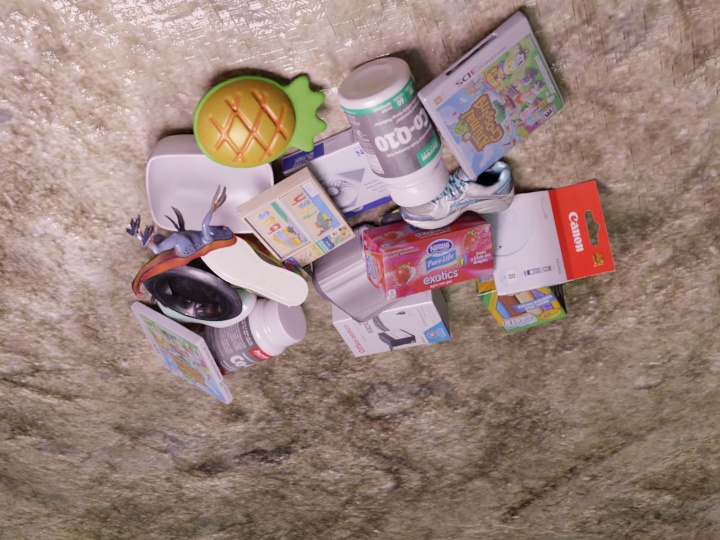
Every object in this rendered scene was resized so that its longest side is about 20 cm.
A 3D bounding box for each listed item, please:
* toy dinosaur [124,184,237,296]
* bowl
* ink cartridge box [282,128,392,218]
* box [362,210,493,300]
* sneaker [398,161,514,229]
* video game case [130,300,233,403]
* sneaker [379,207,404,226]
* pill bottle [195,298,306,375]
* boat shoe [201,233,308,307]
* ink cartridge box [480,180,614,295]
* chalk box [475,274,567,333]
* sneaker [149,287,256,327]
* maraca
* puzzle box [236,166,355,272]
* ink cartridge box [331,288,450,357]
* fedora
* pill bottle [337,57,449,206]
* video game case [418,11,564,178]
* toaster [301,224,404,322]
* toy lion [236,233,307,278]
[{"bbox_3d":[-0.273,-0.039,1.632,0.181,0.202,0.105,20,168,-42],"label":"toy dinosaur"},{"bbox_3d":[-0.238,-0.145,1.668,0.198,0.075,0.200,0,146,-6],"label":"bowl"},{"bbox_3d":[0.006,-0.151,1.707,0.199,0.041,0.200,-21,142,24],"label":"ink cartridge box"},{"bbox_3d":[0.113,-0.031,1.753,0.199,0.100,0.096,-14,115,-15],"label":"box"},{"bbox_3d":[0.156,-0.134,1.711,0.199,0.078,0.087,-16,143,-10],"label":"sneaker"},{"bbox_3d":[-0.343,0.158,2.017,0.199,0.022,0.183,24,147,35],"label":"video game case"},{"bbox_3d":[0.102,-0.043,1.837,0.074,0.081,0.200,-23,141,27],"label":"sneaker"},{"bbox_3d":[-0.211,0.123,2.027,0.199,0.115,0.114,-22,142,26],"label":"pill bottle"},{"bbox_3d":[-0.182,0.000,1.744,0.201,0.072,0.060,29,173,-6],"label":"boat shoe"},{"bbox_3d":[0.312,-0.055,1.766,0.199,0.161,0.047,-13,174,16],"label":"ink cartridge box"},{"bbox_3d":[0.296,0.026,1.915,0.123,0.126,0.200,-17,142,19],"label":"chalk box"},{"bbox_3d":[-0.298,0.047,1.929,0.199,0.074,0.118,-5,147,22],"label":"sneaker"},{"bbox_3d":[-0.146,-0.220,1.537,0.199,0.107,0.138,-11,119,-14],"label":"maraca"},{"bbox_3d":[-0.102,-0.078,1.706,0.132,0.026,0.200,-29,147,7],"label":"puzzle box"},{"bbox_3d":[0.059,0.083,2.016,0.199,0.084,0.145,-12,145,14],"label":"ink cartridge box"},{"bbox_3d":[-0.280,0.010,1.817,0.199,0.092,0.201,12,154,6],"label":"fedora"},{"bbox_3d":[0.053,-0.199,1.534,0.112,0.114,0.201,-15,128,18],"label":"pill bottle"},{"bbox_3d":[0.194,-0.247,1.514,0.182,0.022,0.200,-38,140,2],"label":"video game case"},{"bbox_3d":[0.000,0.000,1.867,0.129,0.114,0.200,-28,137,24],"label":"toaster"},{"bbox_3d":[-0.196,-0.026,1.867,0.190,0.069,0.201,3,146,4],"label":"toy lion"}]
